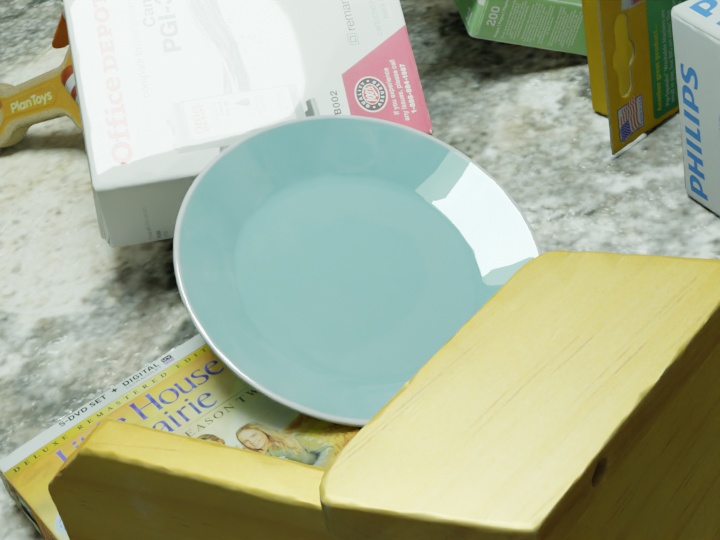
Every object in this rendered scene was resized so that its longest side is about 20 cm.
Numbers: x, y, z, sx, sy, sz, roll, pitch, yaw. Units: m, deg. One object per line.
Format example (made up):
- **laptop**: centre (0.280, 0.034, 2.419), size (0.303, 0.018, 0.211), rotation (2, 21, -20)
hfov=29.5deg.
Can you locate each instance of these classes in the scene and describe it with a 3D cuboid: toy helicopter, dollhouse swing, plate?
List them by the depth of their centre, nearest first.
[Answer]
- **dollhouse swing**: centre (0.023, 0.094, 0.496), size (0.175, 0.201, 0.182), rotation (21, 49, 34)
- **plate**: centre (0.000, 0.000, 0.718), size (0.198, 0.026, 0.201), rotation (7, 53, -9)
- **toy helicopter**: centre (-0.198, -0.136, 0.941), size (0.199, 0.133, 0.079), rotation (-13, 4, 29)

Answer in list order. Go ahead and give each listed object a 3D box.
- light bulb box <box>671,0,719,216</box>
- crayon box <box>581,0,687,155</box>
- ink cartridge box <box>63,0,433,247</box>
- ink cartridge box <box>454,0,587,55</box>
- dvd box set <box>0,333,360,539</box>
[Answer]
- **light bulb box**: centre (0.301, -0.085, 0.708), size (0.197, 0.126, 0.200), rotation (-25, 38, -14)
- **crayon box**: centre (0.203, -0.177, 0.856), size (0.199, 0.126, 0.051), rotation (-34, 41, -25)
- **ink cartridge box**: centre (-0.070, -0.108, 0.822), size (0.198, 0.083, 0.148), rotation (-10, 70, -8)
- **ink cartridge box**: centre (0.069, -0.214, 0.947), size (0.198, 0.048, 0.146), rotation (6, 35, -15)
- **dvd box set**: centre (-0.067, 0.110, 0.649), size (0.146, 0.030, 0.200), rotation (-32, 41, -22)
